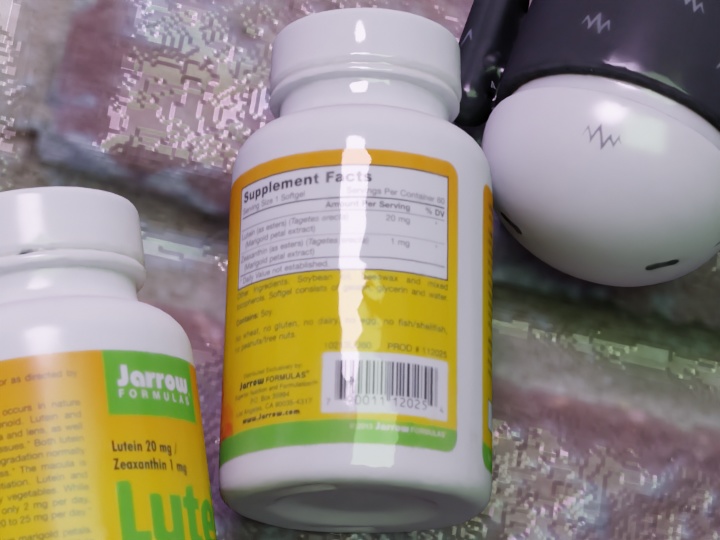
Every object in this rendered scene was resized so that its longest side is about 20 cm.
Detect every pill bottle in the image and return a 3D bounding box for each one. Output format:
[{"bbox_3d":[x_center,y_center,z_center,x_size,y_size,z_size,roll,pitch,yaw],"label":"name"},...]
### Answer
[{"bbox_3d":[-0.115,0.077,0.778,0.110,0.111,0.202,-4,74,-16],"label":"pill bottle"},{"bbox_3d":[0.000,0.000,0.842,0.110,0.111,0.202,6,71,-13],"label":"pill bottle"}]

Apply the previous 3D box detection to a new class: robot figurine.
[{"bbox_3d":[0.129,-0.090,0.901,0.124,0.150,0.201,34,65,-26],"label":"robot figurine"}]
